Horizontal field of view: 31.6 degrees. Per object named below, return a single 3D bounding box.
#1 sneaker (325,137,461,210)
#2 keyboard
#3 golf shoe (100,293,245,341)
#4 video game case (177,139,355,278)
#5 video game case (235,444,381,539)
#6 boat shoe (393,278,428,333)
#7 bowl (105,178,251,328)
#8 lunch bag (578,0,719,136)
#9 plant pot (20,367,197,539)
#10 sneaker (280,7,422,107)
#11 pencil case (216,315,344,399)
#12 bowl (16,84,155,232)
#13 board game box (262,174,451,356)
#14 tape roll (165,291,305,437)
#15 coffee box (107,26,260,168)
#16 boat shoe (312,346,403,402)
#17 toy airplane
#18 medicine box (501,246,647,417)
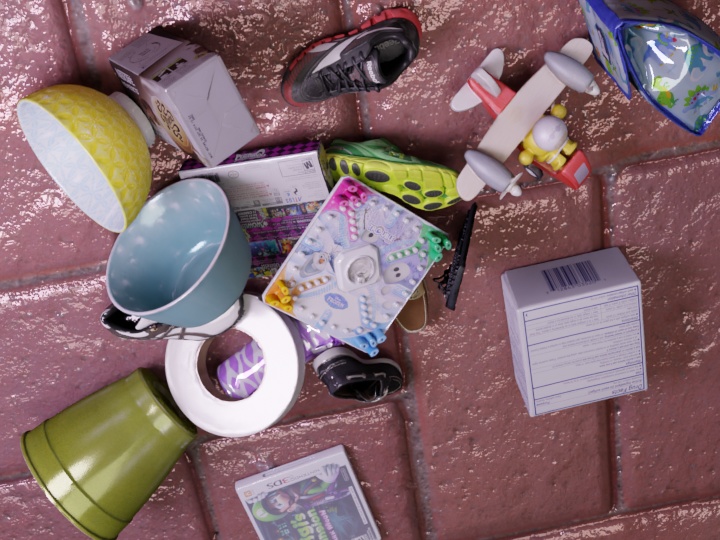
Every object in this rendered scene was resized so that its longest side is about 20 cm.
[{"bbox_3d":[0.047,-0.138,1.681,0.198,0.084,0.074,13,137,-5],"label":"sneaker"},{"bbox_3d":[0.123,-0.013,1.715,0.039,0.200,0.105,14,117,4],"label":"keyboard"},{"bbox_3d":[-0.256,0.061,1.724,0.198,0.094,0.079,-11,86,9],"label":"golf shoe"},{"bbox_3d":[-0.120,-0.076,1.689,0.198,0.036,0.182,-7,123,19],"label":"video game case"},{"bbox_3d":[-0.080,0.381,2.014,0.180,0.023,0.201,-19,122,3],"label":"video game case"},{"bbox_3d":[0.051,0.010,1.782,0.075,0.074,0.201,-19,122,2],"label":"boat shoe"},{"bbox_3d":[-0.218,-0.008,1.640,0.200,0.202,0.105,-36,135,12],"label":"bowl"},{"bbox_3d":[0.364,-0.284,1.603,0.199,0.170,0.128,32,111,-26],"label":"lunch bag"},{"bbox_3d":[-0.341,0.246,1.806,0.193,0.200,0.201,-40,120,1],"label":"plant pot"},{"bbox_3d":[-0.010,-0.257,1.599,0.199,0.098,0.071,-25,124,8],"label":"sneaker"},{"bbox_3d":[-0.110,0.121,1.816,0.199,0.086,0.084,-36,144,14],"label":"pencil case"},{"bbox_3d":[-0.320,-0.158,1.579,0.108,0.199,0.201,-42,125,-23],"label":"bowl"},{"bbox_3d":[0.000,0.000,1.685,0.199,0.026,0.201,28,102,-35],"label":"board game box"},{"bbox_3d":[-0.174,0.129,1.773,0.201,0.037,0.205,1,92,15],"label":"tape roll"},{"bbox_3d":[-0.214,-0.211,1.524,0.080,0.200,0.114,-37,124,-14],"label":"coffee box"},{"bbox_3d":[0.006,0.160,1.828,0.074,0.061,0.200,-36,150,16],"label":"boat shoe"},{"bbox_3d":[0.216,-0.194,1.647,0.197,0.141,0.202,-6,105,-18],"label":"toy airplane"},{"bbox_3d":[0.313,0.091,1.858,0.180,0.103,0.201,-13,122,-2],"label":"medicine box"}]
